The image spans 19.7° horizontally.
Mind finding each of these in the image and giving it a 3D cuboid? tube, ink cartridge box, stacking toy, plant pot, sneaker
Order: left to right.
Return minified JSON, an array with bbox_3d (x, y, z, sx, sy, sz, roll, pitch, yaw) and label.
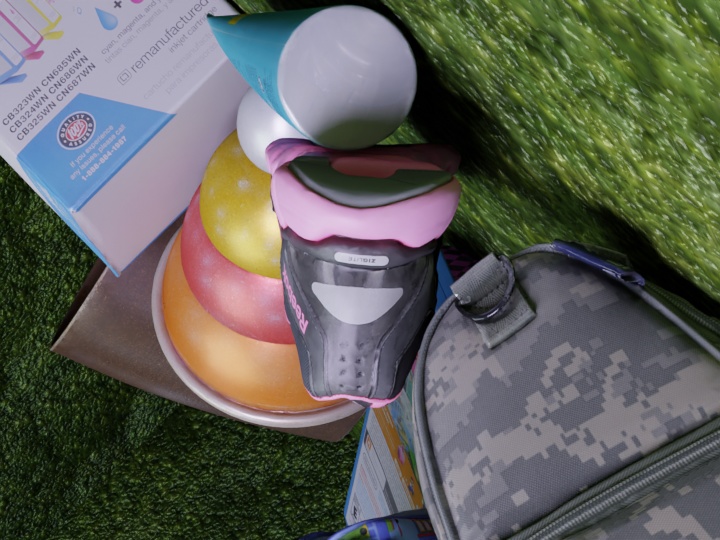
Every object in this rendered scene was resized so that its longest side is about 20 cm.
[{"bbox_3d":[-0.156,-0.123,1.049,0.200,0.129,0.125,44,174,13],"label":"ink cartridge box"},{"bbox_3d":[-0.076,0.024,1.391,0.199,0.188,0.187,32,176,-8],"label":"plant pot"},{"bbox_3d":[-0.034,-0.026,1.007,0.146,0.146,0.200,43,158,20],"label":"stacking toy"},{"bbox_3d":[-0.021,-0.078,0.821,0.077,0.050,0.200,40,179,-12],"label":"tube"},{"bbox_3d":[0.000,0.000,0.773,0.200,0.078,0.096,-66,-25,-80],"label":"sneaker"}]

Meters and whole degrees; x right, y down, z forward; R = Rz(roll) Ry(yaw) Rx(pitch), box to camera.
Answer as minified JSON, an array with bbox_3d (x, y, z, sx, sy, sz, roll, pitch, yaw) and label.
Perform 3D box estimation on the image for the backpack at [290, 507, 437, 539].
[{"bbox_3d":[0.018,0.206,0.800,0.182,0.134,0.201,15,-128,-57],"label":"backpack"}]

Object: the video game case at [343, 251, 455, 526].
[{"bbox_3d":[0.033,0.106,0.966,0.201,0.018,0.144,102,155,-44],"label":"video game case"}]

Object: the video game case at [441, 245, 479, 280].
[{"bbox_3d":[0.066,0.096,0.949,0.200,0.035,0.183,-147,53,-67],"label":"video game case"}]

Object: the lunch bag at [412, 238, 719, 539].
[{"bbox_3d":[0.101,0.100,0.718,0.168,0.139,0.200,58,-179,40],"label":"lunch bag"}]
